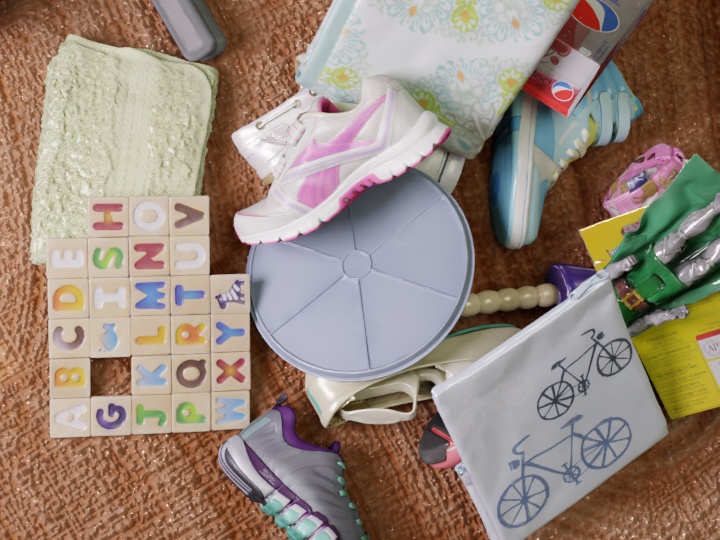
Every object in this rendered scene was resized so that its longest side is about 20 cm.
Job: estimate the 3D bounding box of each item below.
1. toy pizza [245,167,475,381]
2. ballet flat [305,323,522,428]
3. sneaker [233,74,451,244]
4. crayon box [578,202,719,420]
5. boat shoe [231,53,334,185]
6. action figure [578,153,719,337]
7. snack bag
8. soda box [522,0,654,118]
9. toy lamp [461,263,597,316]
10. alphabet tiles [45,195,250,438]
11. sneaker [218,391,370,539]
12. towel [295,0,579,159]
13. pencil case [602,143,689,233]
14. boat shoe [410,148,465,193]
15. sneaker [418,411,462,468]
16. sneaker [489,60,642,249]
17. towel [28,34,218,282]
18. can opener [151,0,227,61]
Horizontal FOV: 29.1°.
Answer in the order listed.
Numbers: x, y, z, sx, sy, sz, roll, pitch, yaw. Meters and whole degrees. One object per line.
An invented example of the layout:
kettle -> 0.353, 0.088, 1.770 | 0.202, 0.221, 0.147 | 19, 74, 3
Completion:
toy pizza -> 0.000, 0.000, 1.180 | 0.200, 0.032, 0.200 | -5, 69, 13
ballet flat -> 0.054, 0.096, 1.187 | 0.200, 0.069, 0.070 | -10, 85, -7
sneaker -> -0.028, -0.092, 1.133 | 0.200, 0.081, 0.088 | -32, 94, 17
crayon box -> 0.291, 0.022, 1.207 | 0.200, 0.127, 0.051 | 62, 30, -15
boat shoe -> -0.028, -0.163, 1.204 | 0.200, 0.071, 0.069 | -44, 95, -14
action figure -> 0.246, 0.006, 1.158 | 0.118, 0.200, 0.055 | 44, 36, -5
snack bag -> 0.158, 0.120, 1.162 | 0.189, 0.021, 0.200 | -34, 123, -10
soda box -> 0.201, -0.217, 1.218 | 0.070, 0.063, 0.200 | 33, 44, 7
toy lamp -> 0.124, 0.027, 1.224 | 0.200, 0.058, 0.058 | -6, 84, -11
alphabet tiles -> -0.174, 0.038, 1.150 | 0.167, 0.008, 0.200 | -1, 98, -13
sneaker -> -0.023, 0.196, 1.158 | 0.200, 0.074, 0.088 | 47, 70, -3
towel -> 0.062, -0.194, 1.113 | 0.171, 0.200, 0.048 | 25, 38, -11
pencil case -> 0.310, -0.019, 1.256 | 0.083, 0.087, 0.200 | -43, 96, -8
boat shoe -> 0.067, -0.167, 1.231 | 0.070, 0.071, 0.200 | 16, 85, -16
sneaker -> 0.149, 0.135, 1.207 | 0.200, 0.074, 0.087 | -26, 109, -9
sneaker -> 0.189, -0.112, 1.246 | 0.131, 0.080, 0.200 | 8, 81, -11
towel -> -0.201, -0.093, 1.172 | 0.148, 0.036, 0.200 | 8, 81, -11
can opener -> -0.188, -0.264, 1.199 | 0.066, 0.053, 0.200 | -35, 90, 19
